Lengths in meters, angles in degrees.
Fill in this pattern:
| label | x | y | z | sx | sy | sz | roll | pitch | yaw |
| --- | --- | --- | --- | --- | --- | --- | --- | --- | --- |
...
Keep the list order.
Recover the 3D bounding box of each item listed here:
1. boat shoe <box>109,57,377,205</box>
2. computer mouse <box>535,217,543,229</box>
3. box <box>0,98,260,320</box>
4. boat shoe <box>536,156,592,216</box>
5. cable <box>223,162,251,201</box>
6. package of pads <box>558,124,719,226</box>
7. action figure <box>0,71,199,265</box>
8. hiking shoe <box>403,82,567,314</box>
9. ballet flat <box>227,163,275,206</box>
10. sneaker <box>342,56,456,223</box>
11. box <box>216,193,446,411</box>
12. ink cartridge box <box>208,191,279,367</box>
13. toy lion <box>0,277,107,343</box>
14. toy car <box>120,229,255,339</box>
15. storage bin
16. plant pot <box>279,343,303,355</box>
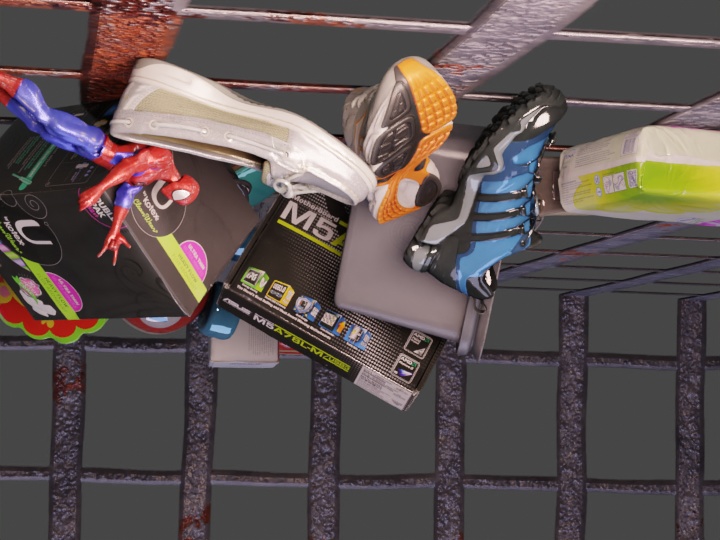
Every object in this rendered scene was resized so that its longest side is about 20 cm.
| label | x | y | z | sx | sy | sz | roll | pitch | yaw |
| --- | --- | --- | --- | --- | --- | --- | --- | --- | --- |
| boat shoe | -0.086 | -0.092 | 1.379 | 0.201 | 0.065 | 0.074 | 24 | 170 | -4 |
| computer mouse | 0.136 | -0.049 | 1.883 | 0.044 | 0.110 | 0.200 | 22 | -151 | 22 |
| box | -0.218 | -0.051 | 1.566 | 0.199 | 0.124 | 0.149 | -2 | 132 | 39 |
| boat shoe | 0.150 | -0.079 | 1.779 | 0.199 | 0.075 | 0.073 | 5 | 174 | -24 |
| cable | -0.199 | -0.066 | 1.711 | 0.199 | 0.164 | 0.051 | -15 | -153 | 11 |
| package of pads | 0.299 | -0.086 | 1.694 | 0.199 | 0.069 | 0.154 | 4 | 173 | -24 |
| action figure | -0.221 | -0.076 | 1.396 | 0.199 | 0.099 | 0.065 | 22 | 167 | -16 |
| hiking shoe | 0.117 | -0.062 | 1.464 | 0.087 | 0.200 | 0.074 | 33 | -145 | -3 |
| ballet flat | -0.142 | -0.076 | 1.808 | 0.200 | 0.069 | 0.068 | -42 | 142 | 25 |
| sneaker | 0.017 | -0.115 | 1.416 | 0.075 | 0.092 | 0.200 | -25 | 159 | -16 |
| box | 0.000 | 0.000 | 1.672 | 0.199 | 0.194 | 0.048 | 30 | 150 | 2 |
| ink cartridge box | -0.140 | 0.014 | 2.210 | 0.083 | 0.201 | 0.176 | 1 | 175 | -6 |
| toy lion | -0.272 | -0.024 | 1.793 | 0.199 | 0.193 | 0.069 | 0 | -164 | 7 |
| toy car | -0.187 | -0.037 | 1.930 | 0.184 | 0.178 | 0.200 | 15 | 158 | -19 |
| storage bin | 0.057 | -0.043 | 1.586 | 0.134 | 0.201 | 0.146 | 12 | -164 | 0 |
| plant pot | -0.075 | 0.016 | 2.358 | 0.199 | 0.183 | 0.200 | 3 | 176 | 0 |
